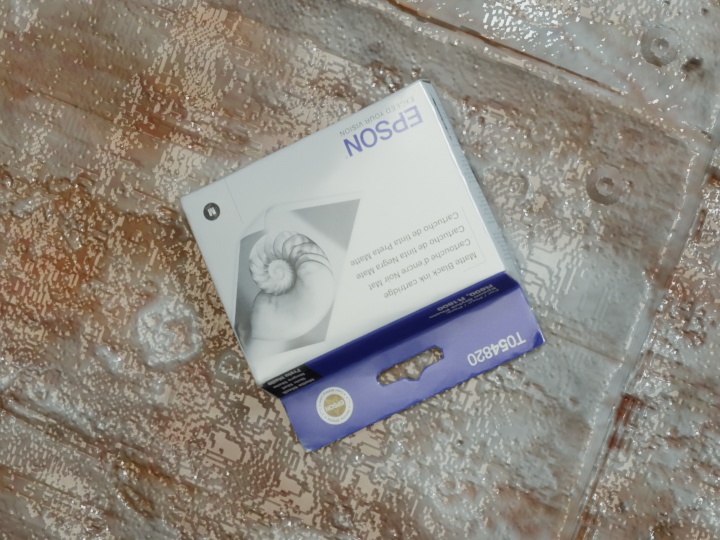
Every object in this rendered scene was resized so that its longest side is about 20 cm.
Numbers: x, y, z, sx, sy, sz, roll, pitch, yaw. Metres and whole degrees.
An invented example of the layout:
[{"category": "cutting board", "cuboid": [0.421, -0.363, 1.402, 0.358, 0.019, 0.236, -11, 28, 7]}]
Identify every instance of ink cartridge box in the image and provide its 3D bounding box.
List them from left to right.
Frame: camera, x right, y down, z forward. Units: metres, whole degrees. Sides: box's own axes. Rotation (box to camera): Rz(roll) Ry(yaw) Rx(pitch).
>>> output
[{"category": "ink cartridge box", "cuboid": [0.000, 0.000, 1.797, 0.199, 0.041, 0.201, -26, 86, 14]}]
